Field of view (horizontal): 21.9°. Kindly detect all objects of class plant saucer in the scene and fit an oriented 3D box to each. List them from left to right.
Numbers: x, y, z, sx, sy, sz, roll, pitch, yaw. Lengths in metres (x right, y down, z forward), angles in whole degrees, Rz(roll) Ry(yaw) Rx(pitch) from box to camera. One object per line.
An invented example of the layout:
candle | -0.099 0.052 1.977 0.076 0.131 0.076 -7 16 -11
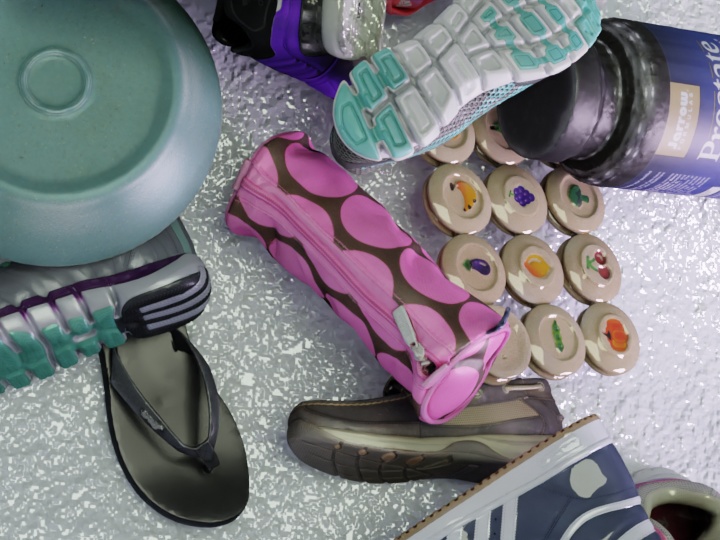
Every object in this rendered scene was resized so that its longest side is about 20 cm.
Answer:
plant saucer | -0.177 -0.103 1.076 0.198 0.036 0.202 3 73 -10

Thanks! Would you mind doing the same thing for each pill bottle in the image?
pill bottle | 0.194 -0.108 1.243 0.199 0.112 0.113 3 78 -33

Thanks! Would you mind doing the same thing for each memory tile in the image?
memory tile | 0.109 -0.024 1.228 0.152 0.017 0.202 0 69 -34

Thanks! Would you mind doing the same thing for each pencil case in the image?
pencil case | 0.000 0.000 1.133 0.200 0.091 0.093 42 24 20

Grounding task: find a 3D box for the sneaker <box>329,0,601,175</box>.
sneaker | 0.057 -0.121 1.138 0.199 0.091 0.078 -29 84 -21

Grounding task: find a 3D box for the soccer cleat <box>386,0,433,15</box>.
soccer cleat | 0.000 -0.197 1.220 0.199 0.067 0.077 -14 63 -29

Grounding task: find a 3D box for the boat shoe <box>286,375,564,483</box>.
boat shoe | 0.041 0.094 1.186 0.199 0.074 0.074 8 66 -30

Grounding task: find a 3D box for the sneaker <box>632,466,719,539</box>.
sneaker | 0.159 0.186 1.198 0.199 0.088 0.082 -32 92 -24

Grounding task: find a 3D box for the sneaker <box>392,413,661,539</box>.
sneaker | 0.089 0.186 1.135 0.199 0.070 0.109 -34 79 6

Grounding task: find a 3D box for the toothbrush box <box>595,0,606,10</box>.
toothbrush box | 0.100 -0.278 1.226 0.145 0.086 0.201 14 43 -19

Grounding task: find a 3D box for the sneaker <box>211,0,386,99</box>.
sneaker | -0.040 -0.153 1.148 0.099 0.200 0.070 6 83 7

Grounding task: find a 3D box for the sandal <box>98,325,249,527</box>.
sandal | -0.124 0.063 1.133 0.076 0.043 0.201 -21 87 -24

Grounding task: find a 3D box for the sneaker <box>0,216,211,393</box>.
sneaker | -0.192 0.012 1.101 0.198 0.075 0.088 -17 64 -9
